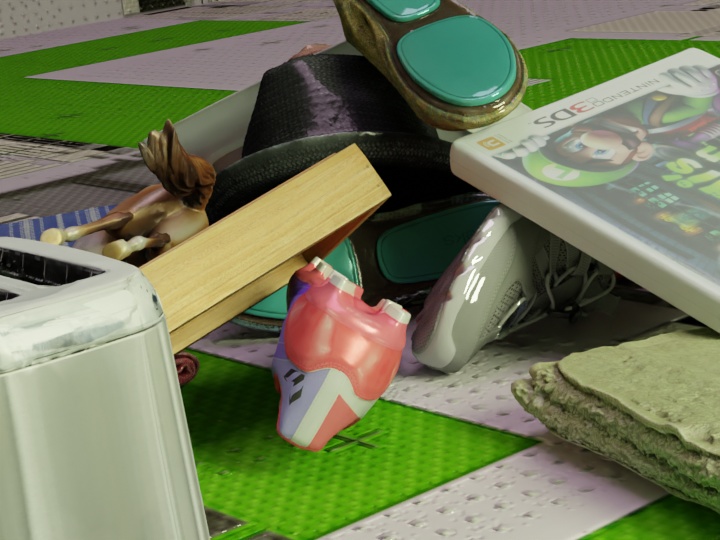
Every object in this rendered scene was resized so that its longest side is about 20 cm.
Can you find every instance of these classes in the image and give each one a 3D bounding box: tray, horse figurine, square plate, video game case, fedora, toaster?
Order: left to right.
[{"bbox_3d":[-0.134,0.064,0.647,0.113,0.130,0.200,-17,18,-35],"label":"toaster"},{"bbox_3d":[-0.135,-0.003,0.875,0.200,0.050,0.132,-37,-5,27],"label":"horse figurine"},{"bbox_3d":[-0.084,0.012,0.845,0.200,0.037,0.099,-32,-5,-33],"label":"tray"},{"bbox_3d":[-0.011,-0.071,1.044,0.200,0.092,0.201,-8,-20,-3],"label":"fedora"},{"bbox_3d":[-0.010,-0.088,1.171,0.198,0.029,0.200,-23,-24,28],"label":"square plate"},{"bbox_3d":[0.176,-0.049,0.877,0.181,0.023,0.200,-23,38,-29],"label":"video game case"}]

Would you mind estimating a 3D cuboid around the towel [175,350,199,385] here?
[{"bbox_3d":[-0.201,0.048,0.939,0.144,0.023,0.200,-17,21,-37],"label":"towel"}]

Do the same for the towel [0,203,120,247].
[{"bbox_3d":[-0.207,-0.004,1.062,0.199,0.024,0.145,-11,17,-11],"label":"towel"}]

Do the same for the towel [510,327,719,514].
[{"bbox_3d":[0.169,0.059,0.721,0.148,0.037,0.200,-11,14,-23],"label":"towel"}]

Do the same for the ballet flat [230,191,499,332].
[{"bbox_3d":[0.000,0.000,1.009,0.199,0.075,0.074,-5,14,-3],"label":"ballet flat"}]

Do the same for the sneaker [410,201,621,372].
[{"bbox_3d":[0.103,-0.003,0.922,0.200,0.082,0.075,-41,-9,-39],"label":"sneaker"}]

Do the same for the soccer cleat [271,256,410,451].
[{"bbox_3d":[-0.016,0.040,0.839,0.067,0.077,0.200,31,-1,-3],"label":"soccer cleat"}]

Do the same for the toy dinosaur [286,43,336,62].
[{"bbox_3d":[-0.010,-0.134,1.252,0.200,0.086,0.136,-9,-24,-43],"label":"toy dinosaur"}]

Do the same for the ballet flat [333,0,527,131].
[{"bbox_3d":[0.039,-0.118,0.969,0.070,0.071,0.200,-12,38,-21],"label":"ballet flat"}]

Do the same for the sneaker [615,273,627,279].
[{"bbox_3d":[0.202,-0.059,1.014,0.199,0.116,0.078,-2,13,10],"label":"sneaker"}]
